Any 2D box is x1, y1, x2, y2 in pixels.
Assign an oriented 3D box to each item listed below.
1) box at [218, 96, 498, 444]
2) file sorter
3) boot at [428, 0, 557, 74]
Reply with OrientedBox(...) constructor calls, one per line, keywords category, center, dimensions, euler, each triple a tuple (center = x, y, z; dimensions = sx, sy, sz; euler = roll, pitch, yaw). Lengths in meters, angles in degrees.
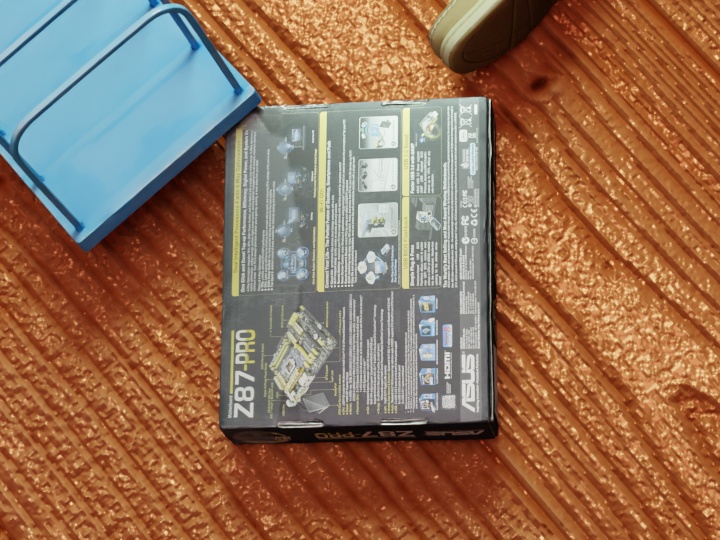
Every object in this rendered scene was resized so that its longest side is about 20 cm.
OrientedBox(category="box", center=(0.000, 0.000, 1.282), dimensions=(0.161, 0.049, 0.200), euler=(-2, 73, 6))
OrientedBox(category="file sorter", center=(-0.186, -0.141, 1.289), dimensions=(0.139, 0.123, 0.200), euler=(-41, 60, -4))
OrientedBox(category="boot", center=(0.066, -0.228, 1.325), dimensions=(0.155, 0.072, 0.200), euler=(35, 77, 15))
